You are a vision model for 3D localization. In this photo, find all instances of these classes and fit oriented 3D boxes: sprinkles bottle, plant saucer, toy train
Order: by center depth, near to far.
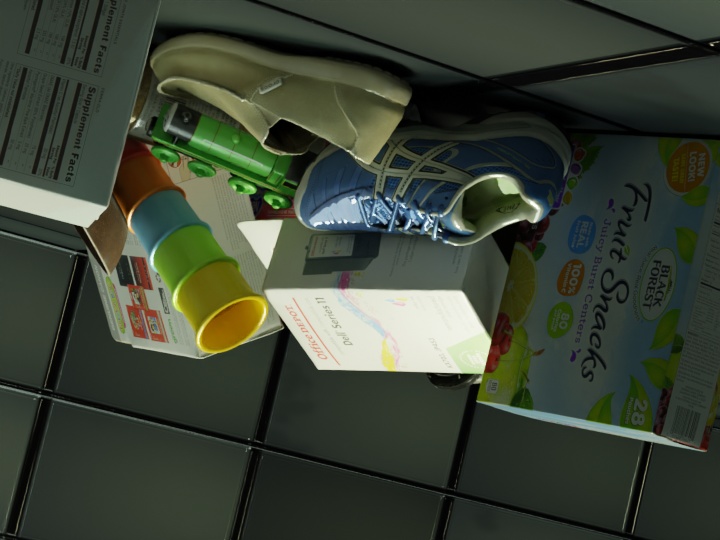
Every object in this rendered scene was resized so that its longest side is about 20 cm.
[{"bbox_3d":[-0.221,-0.089,1.510,0.201,0.034,0.200,56,171,14],"label":"plant saucer"},{"bbox_3d":[-0.060,-0.072,1.511,0.199,0.042,0.056,22,160,-10],"label":"toy train"},{"bbox_3d":[-0.125,-0.119,1.569,0.199,0.069,0.068,17,173,-27],"label":"sprinkles bottle"}]

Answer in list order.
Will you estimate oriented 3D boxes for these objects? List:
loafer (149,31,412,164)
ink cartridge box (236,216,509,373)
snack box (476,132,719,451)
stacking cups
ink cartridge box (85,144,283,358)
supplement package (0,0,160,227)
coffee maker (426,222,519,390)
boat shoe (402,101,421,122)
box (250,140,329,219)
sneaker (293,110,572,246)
[{"bbox_3d":[-0.063,-0.117,1.435,0.199,0.069,0.076,11,174,29],"label":"loafer"},{"bbox_3d":[0.008,0.019,1.524,0.199,0.068,0.117,0,146,26],"label":"ink cartridge box"},{"bbox_3d":[0.179,0.010,1.432,0.067,0.201,0.168,18,174,-41],"label":"snack box"},{"bbox_3d":[-0.139,-0.033,1.539,0.060,0.060,0.200,22,-151,-57],"label":"stacking cups"},{"bbox_3d":[-0.160,-0.040,1.703,0.084,0.201,0.175,-19,-168,-28],"label":"ink cartridge box"},{"bbox_3d":[-0.244,-0.129,1.329,0.199,0.151,0.152,15,174,-11],"label":"supplement package"},{"bbox_3d":[0.152,-0.005,1.667,0.199,0.193,0.135,-3,-170,-28],"label":"coffee maker"},{"bbox_3d":[0.013,-0.091,1.560,0.056,0.069,0.200,17,169,7],"label":"boat shoe"},{"bbox_3d":[-0.043,-0.066,1.745,0.102,0.095,0.200,16,174,-29],"label":"box"},{"bbox_3d":[0.045,-0.058,1.433,0.199,0.077,0.076,-11,129,19],"label":"sneaker"}]
